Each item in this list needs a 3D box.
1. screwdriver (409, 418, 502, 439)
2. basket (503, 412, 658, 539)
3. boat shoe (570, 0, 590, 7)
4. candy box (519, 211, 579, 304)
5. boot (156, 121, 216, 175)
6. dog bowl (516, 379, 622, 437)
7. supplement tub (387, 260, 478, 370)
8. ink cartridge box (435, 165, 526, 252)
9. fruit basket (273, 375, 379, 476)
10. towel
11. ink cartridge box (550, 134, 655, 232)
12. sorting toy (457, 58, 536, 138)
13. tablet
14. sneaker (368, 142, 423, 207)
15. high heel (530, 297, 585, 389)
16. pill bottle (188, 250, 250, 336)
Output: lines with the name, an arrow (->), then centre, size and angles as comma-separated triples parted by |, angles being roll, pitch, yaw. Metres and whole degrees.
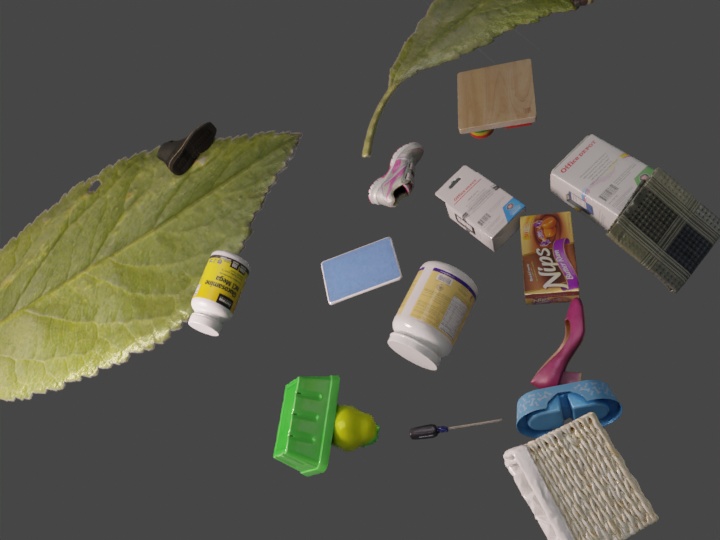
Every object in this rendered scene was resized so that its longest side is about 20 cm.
screwdriver -> 0.197, 0.329, 1.209 | 0.196, 0.028, 0.030 | -8, 90, 15
basket -> 0.365, 0.370, 1.006 | 0.159, 0.199, 0.202 | -28, 69, -2
boat shoe -> 0.601, -0.832, 1.672 | 0.064, 0.074, 0.203 | -18, 57, 3
candy box -> 0.420, -0.028, 1.305 | 0.114, 0.057, 0.203 | -4, 60, 18
boot -> -0.570, -0.416, 1.885 | 0.138, 0.078, 0.200 | 34, 77, 37
dog bowl -> 0.394, 0.264, 1.124 | 0.196, 0.112, 0.050 | -15, 44, 12
supplement tub -> 0.157, 0.098, 1.279 | 0.144, 0.146, 0.202 | 21, 71, 29
ink cartridge box -> 0.289, -0.154, 1.415 | 0.116, 0.068, 0.200 | -42, 57, -6
fruit basket -> -0.068, 0.336, 1.260 | 0.212, 0.155, 0.220 | 11, 64, -23
towel -> 0.636, -0.086, 1.222 | 0.199, 0.035, 0.193 | 41, 84, 1
ink cartridge box -> 0.554, -0.196, 1.328 | 0.145, 0.088, 0.200 | -42, 59, -7
sorting toy -> 0.361, -0.445, 1.550 | 0.195, 0.070, 0.203 | -6, 61, 18
tablet -> 0.000, 0.000, 1.473 | 0.197, 0.014, 0.132 | -20, 57, 8
sneaker -> 0.112, -0.242, 1.531 | 0.088, 0.081, 0.201 | 33, 85, 30
high heel -> 0.407, 0.147, 1.201 | 0.094, 0.068, 0.204 | 7, 68, 12
pill bottle -> -0.370, 0.060, 1.519 | 0.110, 0.113, 0.203 | 7, 65, 23
